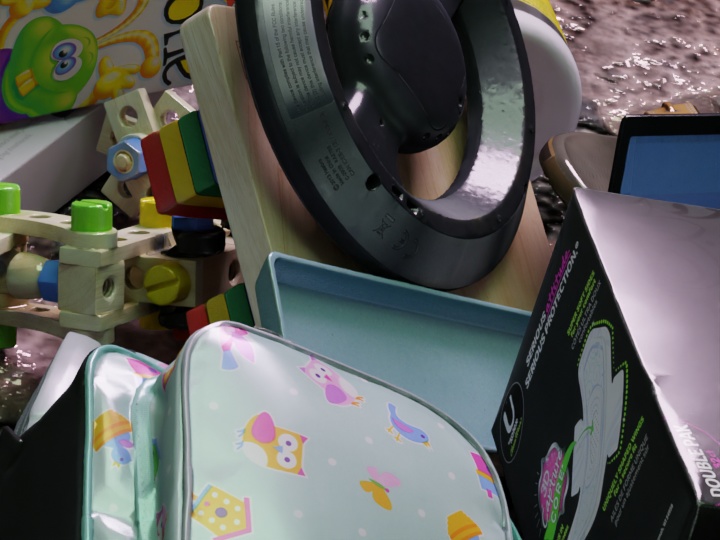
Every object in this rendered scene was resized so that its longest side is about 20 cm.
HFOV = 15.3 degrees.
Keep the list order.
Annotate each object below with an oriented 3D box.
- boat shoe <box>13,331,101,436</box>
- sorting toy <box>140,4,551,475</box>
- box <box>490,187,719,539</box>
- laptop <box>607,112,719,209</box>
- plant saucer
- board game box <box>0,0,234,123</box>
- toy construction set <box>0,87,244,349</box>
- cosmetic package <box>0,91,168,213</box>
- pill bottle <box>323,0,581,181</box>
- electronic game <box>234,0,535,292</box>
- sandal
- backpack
[{"bbox_3d":[-0.118,0.110,1.047,0.067,0.074,0.200,25,43,-9],"label":"boat shoe"},{"bbox_3d":[0.000,0.000,1.163,0.199,0.070,0.200,3,66,-51],"label":"sorting toy"},{"bbox_3d":[0.148,0.080,1.000,0.148,0.124,0.200,8,32,-15],"label":"box"},{"bbox_3d":[0.195,0.043,1.150,0.177,0.103,0.200,-2,61,-23],"label":"laptop"},{"bbox_3d":[0.030,0.042,1.099,0.200,0.019,0.070,12,60,-47],"label":"plant saucer"},{"bbox_3d":[-0.143,-0.146,1.280,0.200,0.103,0.105,-15,42,-37],"label":"board game box"},{"bbox_3d":[-0.109,-0.012,1.207,0.131,0.092,0.200,5,25,23],"label":"toy construction set"},{"bbox_3d":[-0.202,-0.080,1.303,0.151,0.052,0.200,22,34,16],"label":"cosmetic package"},{"bbox_3d":[0.041,-0.133,1.410,0.114,0.114,0.200,4,34,-14],"label":"pill bottle"},{"bbox_3d":[0.014,-0.088,1.136,0.042,0.200,0.200,-16,18,33],"label":"electronic game"},{"bbox_3d":[0.158,-0.045,1.222,0.200,0.055,0.082,2,39,-41],"label":"sandal"},{"bbox_3d":[-0.024,0.124,0.951,0.200,0.153,0.176,25,42,-32],"label":"backpack"}]
